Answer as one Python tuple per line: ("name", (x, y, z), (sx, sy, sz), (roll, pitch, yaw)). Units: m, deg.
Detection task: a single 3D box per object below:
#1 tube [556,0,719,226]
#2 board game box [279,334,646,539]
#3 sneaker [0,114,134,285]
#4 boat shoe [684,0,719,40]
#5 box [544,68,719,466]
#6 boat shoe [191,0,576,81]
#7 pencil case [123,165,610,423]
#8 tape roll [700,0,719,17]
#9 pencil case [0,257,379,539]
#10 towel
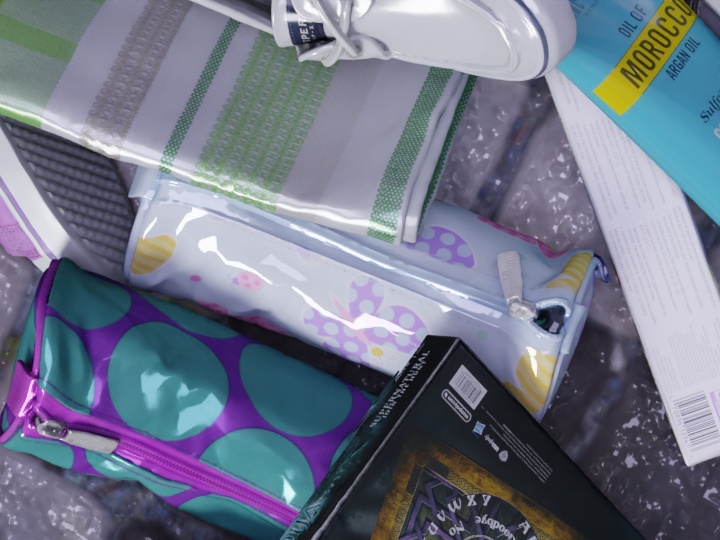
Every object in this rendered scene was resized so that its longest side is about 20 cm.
("tube", (0.145, -0.059, 1.189), (0.200, 0.078, 0.050), (44, 140, -11))
("board game box", (0.057, 0.142, 1.169), (0.200, 0.028, 0.135), (47, 67, -25))
("sneaker", (-0.188, -0.053, 1.245), (0.114, 0.073, 0.201), (-36, 94, 26))
("boat shoe", (0.229, -0.115, 1.191), (0.199, 0.063, 0.073), (-1, 96, 8))
("box", (0.123, -0.017, 1.220), (0.041, 0.039, 0.201), (-21, 91, 5))
("boat shoe", (-0.011, -0.111, 1.149), (0.200, 0.074, 0.065), (20, 51, 29))
("pencil case", (0.000, 0.000, 1.208), (0.199, 0.091, 0.083), (20, 95, 5))
("tape roll", (0.130, -0.167, 1.112), (0.066, 0.200, 0.200), (-44, 88, 2))
("pencil case", (-0.055, 0.072, 1.196), (0.199, 0.093, 0.085), (23, 126, -10))
("towel", (-0.051, -0.097, 1.196), (0.199, 0.031, 0.149), (18, 53, 4))
